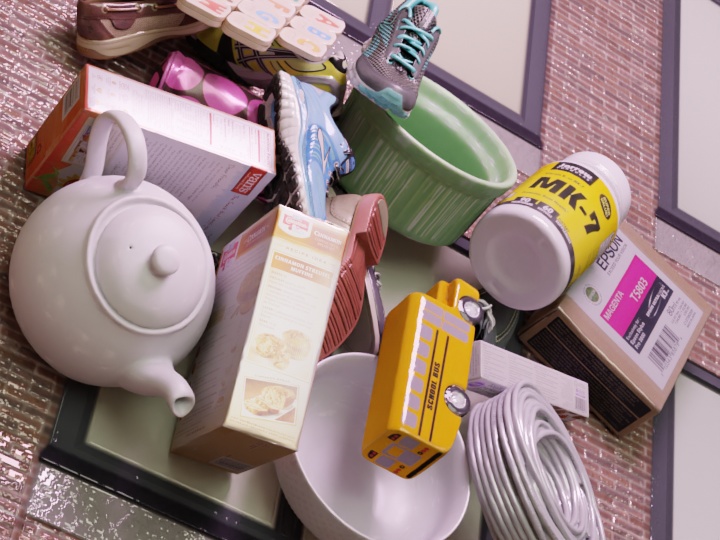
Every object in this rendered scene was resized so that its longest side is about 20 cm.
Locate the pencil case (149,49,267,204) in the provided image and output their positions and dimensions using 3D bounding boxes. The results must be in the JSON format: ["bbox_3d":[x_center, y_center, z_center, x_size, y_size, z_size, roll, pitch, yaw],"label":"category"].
[{"bbox_3d":[-0.125,-0.132,1.732,0.199,0.094,0.091,31,21,-14],"label":"pencil case"}]

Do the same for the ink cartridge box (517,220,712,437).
[{"bbox_3d":[0.285,0.057,1.933,0.165,0.075,0.200,44,44,-6],"label":"ink cartridge box"}]

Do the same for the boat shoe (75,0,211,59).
[{"bbox_3d":[-0.200,-0.275,1.749,0.199,0.073,0.072,-24,36,-31],"label":"boat shoe"}]

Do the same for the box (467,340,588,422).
[{"bbox_3d":[0.165,0.115,1.779,0.199,0.038,0.042,21,62,-47],"label":"box"}]

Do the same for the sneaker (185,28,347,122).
[{"bbox_3d":[-0.093,-0.226,1.790,0.199,0.077,0.075,30,24,16],"label":"sneaker"}]

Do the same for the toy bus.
[{"bbox_3d":[0.058,0.093,1.618,0.078,0.065,0.201,28,47,-18],"label":"toy bus"}]

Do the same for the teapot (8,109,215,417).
[{"bbox_3d":[-0.200,-0.002,1.509,0.200,0.146,0.198,41,59,-18],"label":"teapot"}]

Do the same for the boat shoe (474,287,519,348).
[{"bbox_3d":[0.117,0.065,1.803,0.073,0.062,0.200,52,44,3],"label":"boat shoe"}]

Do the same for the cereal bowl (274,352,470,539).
[{"bbox_3d":[0.000,0.181,1.615,0.198,0.083,0.202,21,51,-27],"label":"cereal bowl"}]

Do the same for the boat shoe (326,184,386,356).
[{"bbox_3d":[0.000,0.000,1.749,0.062,0.073,0.202,4,53,-35],"label":"boat shoe"}]

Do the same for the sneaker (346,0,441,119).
[{"bbox_3d":[0.040,-0.222,1.745,0.077,0.092,0.201,30,25,-13],"label":"sneaker"}]

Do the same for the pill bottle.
[{"bbox_3d":[0.206,-0.048,1.850,0.115,0.114,0.200,50,39,1],"label":"pill bottle"}]

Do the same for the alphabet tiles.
[{"bbox_3d":[-0.112,-0.274,1.745,0.194,0.015,0.200,28,27,0],"label":"alphabet tiles"}]

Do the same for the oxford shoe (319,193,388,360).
[{"bbox_3d":[-0.034,0.006,1.658,0.073,0.071,0.201,6,45,21],"label":"oxford shoe"}]

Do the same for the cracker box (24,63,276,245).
[{"bbox_3d":[-0.194,-0.103,1.621,0.198,0.134,0.058,18,50,-28],"label":"cracker box"}]

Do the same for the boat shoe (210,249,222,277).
[{"bbox_3d":[-0.128,0.012,1.649,0.199,0.057,0.069,30,47,-19],"label":"boat shoe"}]

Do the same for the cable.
[{"bbox_3d":[0.170,0.211,1.692,0.200,0.069,0.201,50,26,-38],"label":"cable"}]

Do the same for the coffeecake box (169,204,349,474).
[{"bbox_3d":[-0.090,0.063,1.531,0.072,0.153,0.202,20,70,-18],"label":"coffeecake box"}]

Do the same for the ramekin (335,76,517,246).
[{"bbox_3d":[0.056,-0.118,1.816,0.199,0.098,0.201,31,25,-16],"label":"ramekin"}]

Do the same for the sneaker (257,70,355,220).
[{"bbox_3d":[-0.040,-0.098,1.651,0.089,0.078,0.202,8,60,-23],"label":"sneaker"}]
